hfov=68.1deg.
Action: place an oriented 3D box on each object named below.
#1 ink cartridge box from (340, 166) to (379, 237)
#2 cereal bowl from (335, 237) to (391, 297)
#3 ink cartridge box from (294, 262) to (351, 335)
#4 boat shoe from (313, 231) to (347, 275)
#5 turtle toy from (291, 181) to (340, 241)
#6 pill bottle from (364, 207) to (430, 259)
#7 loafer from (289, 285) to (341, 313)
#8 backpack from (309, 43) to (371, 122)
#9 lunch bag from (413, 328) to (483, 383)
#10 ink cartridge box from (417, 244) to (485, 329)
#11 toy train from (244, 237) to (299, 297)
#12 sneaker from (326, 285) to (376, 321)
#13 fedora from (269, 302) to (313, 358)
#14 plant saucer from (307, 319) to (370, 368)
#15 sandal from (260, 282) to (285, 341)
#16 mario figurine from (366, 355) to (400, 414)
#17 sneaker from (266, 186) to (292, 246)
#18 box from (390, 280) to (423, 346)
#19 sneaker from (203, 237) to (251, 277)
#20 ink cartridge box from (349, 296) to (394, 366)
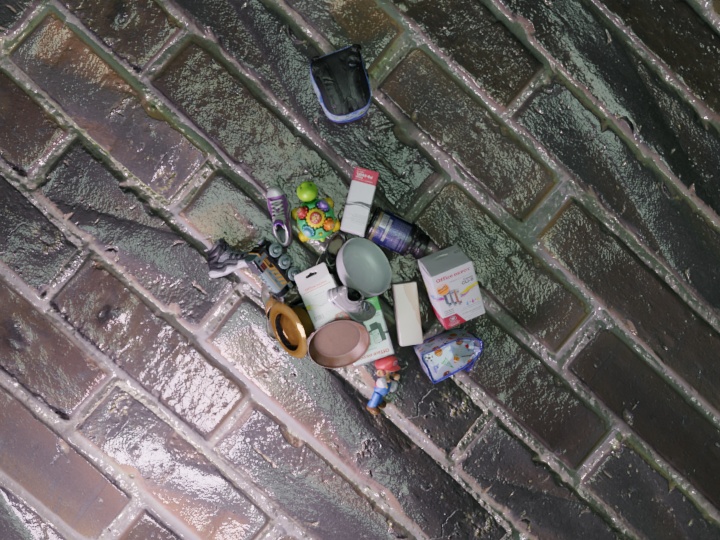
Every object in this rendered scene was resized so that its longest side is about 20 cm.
[{"bbox_3d":[-0.004,-0.215,1.711,0.082,0.145,0.202,15,90,-2],"label":"ink cartridge box"},{"bbox_3d":[0.000,0.000,1.720,0.198,0.083,0.202,21,52,-29],"label":"cereal bowl"},{"bbox_3d":[-0.118,0.087,1.678,0.115,0.067,0.202,-23,89,4],"label":"ink cartridge box"},{"bbox_3d":[-0.103,-0.034,1.751,0.071,0.068,0.202,24,92,-3],"label":"boat shoe"},{"bbox_3d":[-0.152,-0.189,1.726,0.144,0.101,0.202,-19,92,-3],"label":"turtle toy"},{"bbox_3d":[0.121,-0.116,1.738,0.198,0.112,0.113,26,90,-3],"label":"pill bottle"},{"bbox_3d":[-0.137,0.095,1.743,0.199,0.068,0.071,-23,132,-1],"label":"loafer"},{"bbox_3d":[-0.056,-0.580,1.700,0.181,0.147,0.202,-19,89,-4],"label":"backpack"},{"bbox_3d":[0.290,0.266,1.727,0.198,0.170,0.125,-27,96,-3],"label":"lunch bag"},{"bbox_3d":[0.290,0.049,1.704,0.144,0.145,0.202,-22,116,-2],"label":"ink cartridge box"},{"bbox_3d":[-0.278,-0.006,1.698,0.114,0.085,0.201,-50,123,-25],"label":"toy train"},{"bbox_3d":[-0.011,0.101,1.625,0.081,0.199,0.076,-25,56,33],"label":"sneaker"},{"bbox_3d":[-0.206,0.178,1.682,0.081,0.200,0.202,-28,93,-35],"label":"fedora"},{"bbox_3d":[-0.068,0.221,1.655,0.198,0.037,0.202,-7,126,-10],"label":"plant saucer"},{"bbox_3d":[-0.287,0.134,1.748,0.081,0.055,0.203,-2,91,-3],"label":"sandal"},{"bbox_3d":[0.088,0.373,1.728,0.105,0.124,0.202,10,110,-12],"label":"mario figurine"},{"bbox_3d":[-0.259,-0.178,1.715,0.072,0.114,0.203,-15,91,-1],"label":"sneaker"},{"bbox_3d":[0.152,0.140,1.756,0.077,0.095,0.203,-7,93,-4],"label":"box"},{"bbox_3d":[-0.409,-0.058,1.727,0.198,0.075,0.115,-21,90,-4],"label":"sneaker"},{"bbox_3d":[0.016,0.196,1.753,0.145,0.083,0.202,-18,92,-2],"label":"ink cartridge box"}]
